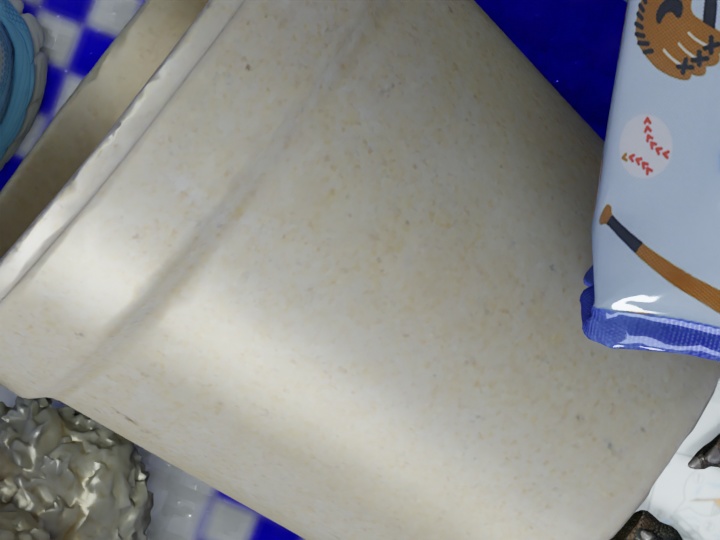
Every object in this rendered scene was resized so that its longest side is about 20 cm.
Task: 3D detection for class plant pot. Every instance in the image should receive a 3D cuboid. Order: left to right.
[{"bbox_3d":[0.000,0.000,0.809,0.183,0.200,0.201,39,96,-11],"label":"plant pot"}]

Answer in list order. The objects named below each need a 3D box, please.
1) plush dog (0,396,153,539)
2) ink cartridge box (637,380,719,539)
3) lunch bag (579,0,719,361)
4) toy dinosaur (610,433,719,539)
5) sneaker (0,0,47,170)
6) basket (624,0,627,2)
[{"bbox_3d":[-0.137,0.135,0.804,0.200,0.172,0.160,-53,49,7],"label":"plush dog"},{"bbox_3d":[0.147,0.134,0.870,0.159,0.047,0.201,14,92,4],"label":"ink cartridge box"},{"bbox_3d":[0.163,-0.053,0.679,0.199,0.124,0.171,10,101,4],"label":"lunch bag"},{"bbox_3d":[0.115,0.112,0.806,0.102,0.200,0.077,45,139,-12],"label":"toy dinosaur"},{"bbox_3d":[-0.169,-0.002,0.858,0.078,0.090,0.201,24,97,2],"label":"sneaker"},{"bbox_3d":[0.063,-0.191,0.801,0.176,0.139,0.200,-45,85,6],"label":"basket"}]
